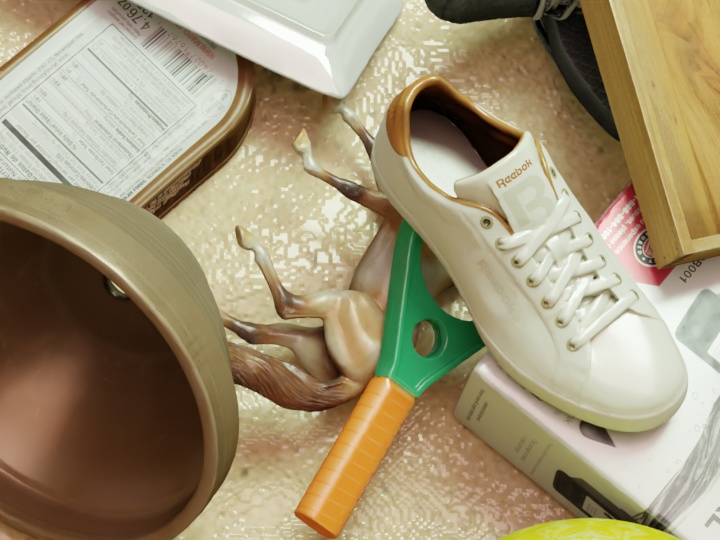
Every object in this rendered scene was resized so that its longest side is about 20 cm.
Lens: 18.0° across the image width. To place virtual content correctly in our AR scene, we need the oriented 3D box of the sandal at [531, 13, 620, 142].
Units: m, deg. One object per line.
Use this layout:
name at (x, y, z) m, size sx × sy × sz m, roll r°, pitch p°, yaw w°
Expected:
sandal at (0.119, -0.150, 1.227) m, size 0.076 × 0.043 × 0.200 m, roll -17°, pitch 64°, yaw -19°

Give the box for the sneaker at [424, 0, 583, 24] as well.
sneaker at (0.138, -0.150, 1.162) m, size 0.200 × 0.075 × 0.116 m, roll -28°, pitch 70°, yaw -25°

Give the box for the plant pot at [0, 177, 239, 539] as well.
plant pot at (-0.135, 0.028, 1.069) m, size 0.201 × 0.201 × 0.093 m, roll 32°, pitch 44°, yaw 5°

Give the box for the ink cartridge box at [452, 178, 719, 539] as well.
ink cartridge box at (0.170, 0.072, 1.126) m, size 0.200 × 0.083 × 0.145 m, roll 38°, pitch 71°, yaw 9°

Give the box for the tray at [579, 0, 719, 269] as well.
tray at (0.167, -0.109, 1.115) m, size 0.098 × 0.037 × 0.201 m, roll -12°, pitch 82°, yaw -19°

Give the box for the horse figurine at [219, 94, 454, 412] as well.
horse figurine at (0.000, 0.000, 1.147) m, size 0.132 × 0.050 × 0.200 m, roll 37°, pitch 65°, yaw -7°

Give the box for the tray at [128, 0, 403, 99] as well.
tray at (-0.079, -0.165, 1.190) m, size 0.200 × 0.022 × 0.107 m, roll 26°, pitch 39°, yaw 3°

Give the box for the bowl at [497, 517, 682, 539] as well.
bowl at (0.102, 0.216, 1.018) m, size 0.200 × 0.108 × 0.201 m, roll 0°, pitch 90°, yaw 10°

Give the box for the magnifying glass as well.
magnifying glass at (0.027, 0.040, 1.117) m, size 0.080 × 0.022 × 0.200 m, roll 38°, pitch 70°, yaw -24°

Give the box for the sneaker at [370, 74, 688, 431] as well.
sneaker at (0.078, -0.008, 1.060) m, size 0.073 × 0.085 × 0.200 m, roll -40°, pitch 78°, yaw -18°

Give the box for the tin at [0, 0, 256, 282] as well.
tin at (-0.141, -0.071, 1.169) m, size 0.112 × 0.042 × 0.200 m, roll 43°, pitch 72°, yaw 13°
